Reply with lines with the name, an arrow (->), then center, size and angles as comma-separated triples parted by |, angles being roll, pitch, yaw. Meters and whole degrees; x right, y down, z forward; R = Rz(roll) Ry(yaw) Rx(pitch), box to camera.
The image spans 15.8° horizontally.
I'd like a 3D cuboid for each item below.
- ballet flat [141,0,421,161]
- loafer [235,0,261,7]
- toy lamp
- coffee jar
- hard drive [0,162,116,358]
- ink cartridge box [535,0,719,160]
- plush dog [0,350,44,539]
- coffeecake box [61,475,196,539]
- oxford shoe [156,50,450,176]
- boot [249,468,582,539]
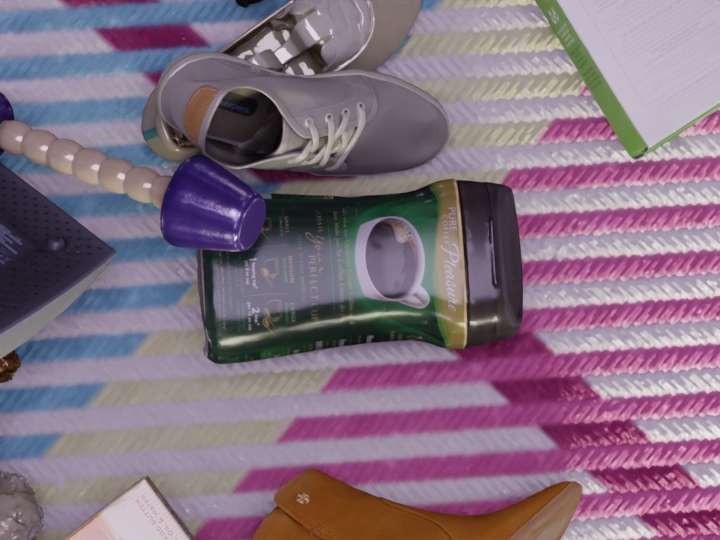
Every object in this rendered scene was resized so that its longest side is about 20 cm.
ballet flat -> -0.047, -0.131, 1.604 | 0.199, 0.069, 0.070 | -34, 88, -5
loafer -> -0.033, -0.257, 1.609 | 0.071, 0.073, 0.201 | 16, 85, 0
toy lamp -> -0.149, -0.058, 1.543 | 0.199, 0.058, 0.059 | 18, 85, 21
coffee jar -> 0.000, 0.000, 1.586 | 0.198, 0.085, 0.105 | -3, 82, -2
hard drive -> -0.255, 0.008, 1.531 | 0.135, 0.043, 0.200 | 36, 43, 21
ink cartridge box -> 0.166, -0.183, 1.620 | 0.103, 0.059, 0.201 | -32, 88, -6
plush dog -> -0.293, 0.086, 1.550 | 0.198, 0.161, 0.173 | -3, 60, -4
coffeecake box -> -0.163, 0.246, 1.567 | 0.200, 0.073, 0.154 | -38, 89, -4
oxford shoe -> -0.029, -0.086, 1.570 | 0.199, 0.058, 0.076 | 8, 117, -33
boot -> 0.027, 0.158, 1.584 | 0.144, 0.071, 0.201 | 35, 55, 25
